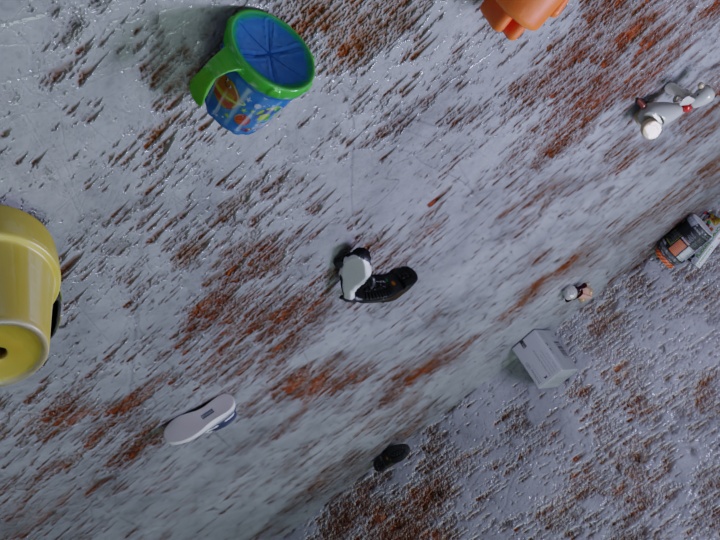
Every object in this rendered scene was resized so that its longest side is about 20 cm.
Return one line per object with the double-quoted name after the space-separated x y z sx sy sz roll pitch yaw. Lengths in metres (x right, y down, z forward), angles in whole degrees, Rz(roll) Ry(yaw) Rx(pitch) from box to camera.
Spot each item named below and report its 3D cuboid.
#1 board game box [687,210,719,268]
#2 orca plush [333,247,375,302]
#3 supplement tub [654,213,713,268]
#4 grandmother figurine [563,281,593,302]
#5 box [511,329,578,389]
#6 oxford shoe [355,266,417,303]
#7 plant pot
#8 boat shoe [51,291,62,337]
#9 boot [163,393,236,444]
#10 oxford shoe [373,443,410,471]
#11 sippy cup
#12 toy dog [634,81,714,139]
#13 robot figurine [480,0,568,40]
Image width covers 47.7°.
1.328 -0.120 3.156 0.034 0.126 0.202 28 101 -28 "board game box"
0.000 0.000 1.853 0.072 0.103 0.202 -58 158 -32 "orca plush"
1.240 -0.109 3.128 0.200 0.124 0.121 -45 153 27 "supplement tub"
0.812 0.085 3.039 0.198 0.061 0.122 0 131 -55 "grandmother figurine"
0.746 0.357 3.284 0.131 0.201 0.198 -44 154 24 "box"
0.054 0.055 2.021 0.197 0.073 0.085 -12 151 -39 "oxford shoe"
-0.506 0.046 1.113 0.197 0.191 0.203 -17 140 -15 "plant pot"
-0.509 0.037 1.298 0.071 0.061 0.203 -19 152 -27 "boat shoe"
-0.404 0.397 2.080 0.197 0.073 0.091 -26 149 -18 "boot"
0.146 0.794 3.497 0.199 0.074 0.084 -35 160 33 "oxford shoe"
-0.150 -0.262 1.124 0.175 0.142 0.130 17 142 -29 "sippy cup"
0.757 -0.415 2.004 0.199 0.132 0.097 -37 118 -2 "toy dog"
0.280 -0.465 1.285 0.200 0.143 0.117 -48 -170 29 "robot figurine"
